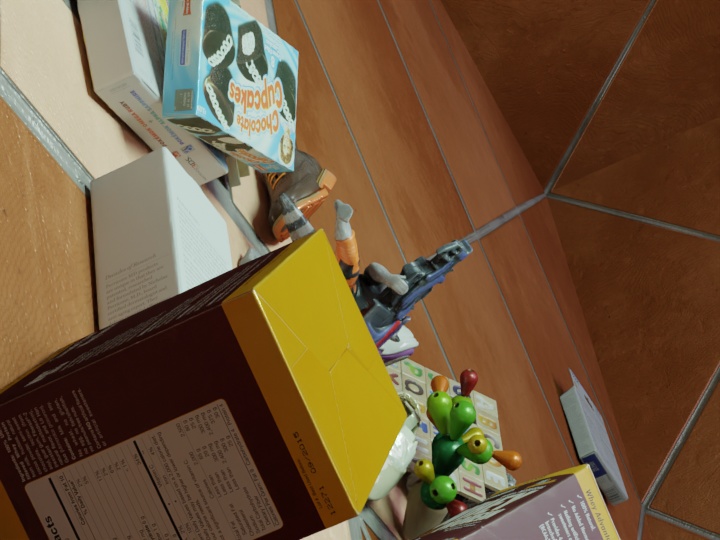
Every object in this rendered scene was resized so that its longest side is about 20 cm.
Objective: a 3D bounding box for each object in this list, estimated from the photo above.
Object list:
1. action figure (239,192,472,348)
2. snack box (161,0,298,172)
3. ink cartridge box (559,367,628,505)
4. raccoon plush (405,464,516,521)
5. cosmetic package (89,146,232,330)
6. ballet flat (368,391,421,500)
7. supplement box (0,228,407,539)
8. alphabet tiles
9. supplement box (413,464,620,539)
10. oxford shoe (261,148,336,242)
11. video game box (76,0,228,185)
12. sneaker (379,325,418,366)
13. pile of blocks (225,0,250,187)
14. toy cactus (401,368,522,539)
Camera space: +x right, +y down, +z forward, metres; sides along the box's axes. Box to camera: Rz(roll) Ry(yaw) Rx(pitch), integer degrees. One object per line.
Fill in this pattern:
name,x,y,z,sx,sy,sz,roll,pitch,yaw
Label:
action figure,0.000,0.000,1.592,0.194,0.199,0.105,52,3,-46
snack box,-0.110,-0.165,1.451,0.200,0.037,0.118,25,65,-66
ink cartridge box,0.438,0.317,3.152,0.197,0.043,0.201,52,17,-46
raccoon plush,0.101,0.203,1.868,0.200,0.096,0.135,46,17,-57
cosmetic package,-0.140,0.021,1.212,0.102,0.071,0.201,54,19,-46
ballet flat,0.029,0.169,1.665,0.070,0.069,0.200,65,12,-9
supplement box,-0.099,0.090,0.971,0.134,0.198,0.197,65,13,-6
alphabet tiles,0.089,0.174,1.836,0.166,0.008,0.201,26,28,-17
supplement box,0.138,0.312,1.483,0.199,0.132,0.199,-21,86,-40
oxford shoe,-0.077,-0.083,1.703,0.073,0.071,0.200,45,11,-6
video game box,-0.189,-0.199,1.451,0.182,0.046,0.202,45,26,-57
sneaker,0.005,0.053,1.748,0.200,0.074,0.101,21,48,-73
pile of blocks,-0.114,-0.179,1.558,0.082,0.061,0.202,-113,-169,-60
toy cactus,0.091,0.202,1.673,0.201,0.101,0.166,-92,-160,-63
